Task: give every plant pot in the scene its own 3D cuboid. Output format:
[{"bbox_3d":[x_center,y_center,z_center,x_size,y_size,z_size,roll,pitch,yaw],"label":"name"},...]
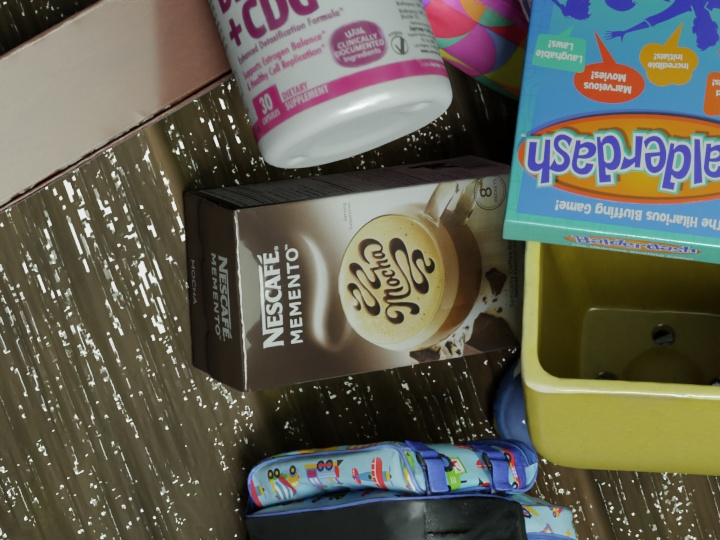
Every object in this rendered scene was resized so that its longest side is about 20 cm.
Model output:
[{"bbox_3d":[0.189,0.031,1.576,0.195,0.200,0.194,3,62,1],"label":"plant pot"}]

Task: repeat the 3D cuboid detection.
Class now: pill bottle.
[{"bbox_3d":[-0.032,-0.168,1.467,0.113,0.113,0.200,-15,80,-24],"label":"pill bottle"}]

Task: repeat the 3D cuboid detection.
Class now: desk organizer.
[{"bbox_3d":[-0.173,-0.103,1.491,0.200,0.072,0.077,-32,109,-19],"label":"desk organizer"}]

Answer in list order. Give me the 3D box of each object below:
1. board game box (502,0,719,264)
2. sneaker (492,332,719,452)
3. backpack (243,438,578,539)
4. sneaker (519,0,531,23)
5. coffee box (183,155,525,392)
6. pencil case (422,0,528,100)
[{"bbox_3d":[0.167,-0.109,1.485,0.152,0.045,0.200,6,78,3],"label":"board game box"},{"bbox_3d":[0.184,0.077,1.695,0.200,0.088,0.075,-11,106,-24],"label":"sneaker"},{"bbox_3d":[0.050,0.173,1.597,0.200,0.183,0.135,3,81,-41],"label":"backpack"},{"bbox_3d":[0.156,-0.225,1.566,0.081,0.115,0.200,20,57,-31],"label":"sneaker"},{"bbox_3d":[0.000,0.000,1.591,0.200,0.080,0.113,-9,103,-26],"label":"coffee box"},{"bbox_3d":[0.058,-0.170,1.590,0.200,0.088,0.088,25,87,-27],"label":"pencil case"}]
